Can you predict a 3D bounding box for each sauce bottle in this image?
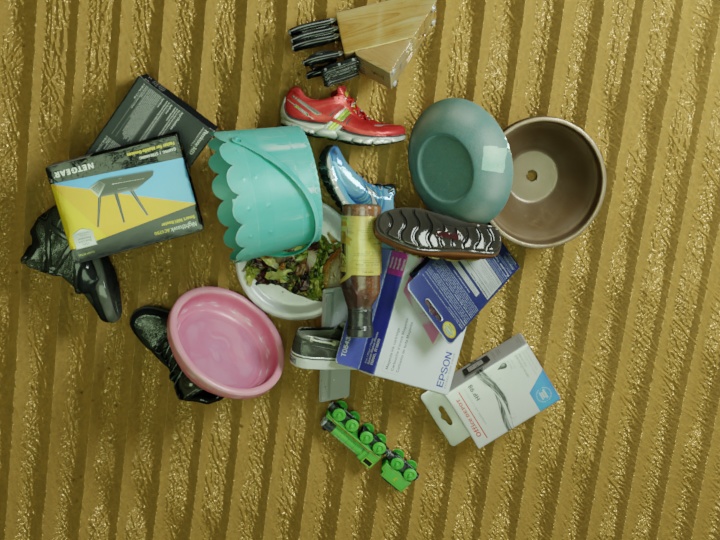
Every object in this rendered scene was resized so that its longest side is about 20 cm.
[{"bbox_3d":[0.000,0.000,1.657,0.065,0.066,0.202,2,91,-3],"label":"sauce bottle"}]

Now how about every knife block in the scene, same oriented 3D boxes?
[{"bbox_3d":[-0.002,-0.362,1.655,0.175,0.064,0.201,31,80,9],"label":"knife block"}]

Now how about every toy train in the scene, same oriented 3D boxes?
[{"bbox_3d":[0.014,0.293,1.827,0.200,0.042,0.056,41,108,-11],"label":"toy train"}]

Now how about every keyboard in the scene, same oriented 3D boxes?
[{"bbox_3d":[-0.039,0.120,1.773,0.056,0.011,0.202,-11,116,-31],"label":"keyboard"}]

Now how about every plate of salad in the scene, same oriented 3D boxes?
[{"bbox_3d":[-0.101,-0.016,1.745,0.198,0.048,0.202,-1,104,-3],"label":"plate of salad"}]

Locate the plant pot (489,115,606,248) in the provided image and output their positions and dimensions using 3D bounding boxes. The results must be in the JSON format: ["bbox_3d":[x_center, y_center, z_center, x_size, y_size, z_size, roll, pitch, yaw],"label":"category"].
[{"bbox_3d":[0.275,-0.141,1.712,0.199,0.093,0.203,-1,102,-3],"label":"plant pot"}]

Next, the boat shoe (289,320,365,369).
[{"bbox_3d":[-0.016,0.116,1.735,0.199,0.071,0.064,-1,111,-33],"label":"boat shoe"}]

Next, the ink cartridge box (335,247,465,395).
[{"bbox_3d":[0.077,0.078,1.723,0.199,0.043,0.198,17,87,-29],"label":"ink cartridge box"}]

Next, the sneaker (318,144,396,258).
[{"bbox_3d":[0.008,-0.119,1.722,0.090,0.078,0.201,-37,111,-4],"label":"sneaker"}]

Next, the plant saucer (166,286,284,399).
[{"bbox_3d":[-0.215,0.119,1.708,0.200,0.201,0.051,34,128,-10],"label":"plant saucer"}]

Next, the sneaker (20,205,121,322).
[{"bbox_3d":[-0.451,0.000,1.710,0.113,0.076,0.201,-24,100,5],"label":"sneaker"}]

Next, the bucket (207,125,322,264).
[{"bbox_3d":[-0.141,-0.116,1.629,0.134,0.207,0.209,-12,104,-13],"label":"bucket"}]

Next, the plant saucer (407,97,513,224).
[{"bbox_3d":[0.139,-0.158,1.663,0.200,0.039,0.203,18,117,37],"label":"plant saucer"}]

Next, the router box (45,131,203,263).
[{"bbox_3d":[-0.346,-0.109,1.629,0.198,0.051,0.150,-15,104,-2],"label":"router box"}]

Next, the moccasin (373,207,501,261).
[{"bbox_3d":[0.111,-0.051,1.654,0.200,0.078,0.074,2,74,-22],"label":"moccasin"}]

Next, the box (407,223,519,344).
[{"bbox_3d":[0.155,0.011,1.716,0.200,0.032,0.121,-45,105,-32],"label":"box"}]

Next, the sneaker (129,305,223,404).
[{"bbox_3d":[-0.286,0.136,1.738,0.076,0.114,0.200,-43,100,5],"label":"sneaker"}]

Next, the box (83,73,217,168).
[{"bbox_3d":[-0.332,-0.177,1.680,0.141,0.079,0.201,36,98,-8],"label":"box"}]

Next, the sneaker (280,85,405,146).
[{"bbox_3d":[-0.023,-0.239,1.686,0.198,0.077,0.086,11,95,-7],"label":"sneaker"}]

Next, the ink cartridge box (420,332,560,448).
[{"bbox_3d":[0.211,0.208,1.801,0.199,0.067,0.116,-33,103,4],"label":"ink cartridge box"}]
